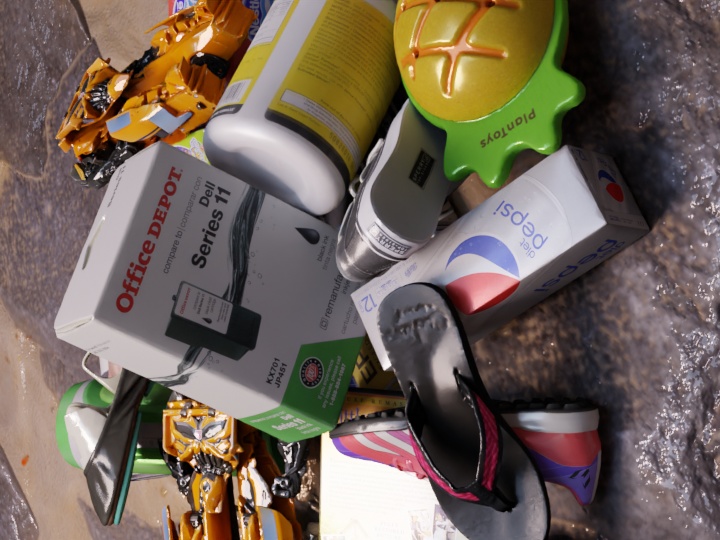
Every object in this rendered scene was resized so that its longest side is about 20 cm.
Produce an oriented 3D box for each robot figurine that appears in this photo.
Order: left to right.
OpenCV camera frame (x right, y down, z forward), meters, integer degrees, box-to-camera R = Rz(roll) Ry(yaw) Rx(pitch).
[{"bbox_3d":[-0.167,-0.142,1.304,0.200,0.058,0.145,-21,42,44],"label":"robot figurine"},{"bbox_3d":[-0.101,0.180,1.289,0.145,0.058,0.200,-6,92,35],"label":"robot figurine"}]

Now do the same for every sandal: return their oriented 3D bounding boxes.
[{"bbox_3d":[0.062,0.105,1.108,0.075,0.045,0.200,-24,93,21],"label":"sandal"}]

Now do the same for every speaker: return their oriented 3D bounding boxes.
[{"bbox_3d":[-0.153,0.132,1.401,0.200,0.088,0.089,-1,91,22],"label":"speaker"}]

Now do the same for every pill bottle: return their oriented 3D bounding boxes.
[{"bbox_3d":[-0.027,-0.148,1.225,0.112,0.112,0.200,-6,50,50],"label":"pill bottle"}]

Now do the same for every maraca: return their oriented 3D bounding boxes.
[{"bbox_3d":[0.087,-0.149,1.136,0.137,0.107,0.200,-34,52,29],"label":"maraca"}]

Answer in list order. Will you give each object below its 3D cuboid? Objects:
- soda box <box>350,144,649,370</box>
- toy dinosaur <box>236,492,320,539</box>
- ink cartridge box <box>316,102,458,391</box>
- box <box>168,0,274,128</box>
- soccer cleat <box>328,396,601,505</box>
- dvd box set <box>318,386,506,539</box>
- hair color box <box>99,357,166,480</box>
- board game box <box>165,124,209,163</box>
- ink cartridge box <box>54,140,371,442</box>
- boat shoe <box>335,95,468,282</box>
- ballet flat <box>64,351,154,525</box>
[{"bbox_3d":[0.093,-0.005,1.138,0.200,0.068,0.064,-35,69,28],"label":"soda box"},{"bbox_3d":[-0.046,0.234,1.367,0.200,0.058,0.101,40,144,25],"label":"toy dinosaur"},{"bbox_3d":[0.000,0.000,1.305,0.200,0.047,0.198,-49,57,35],"label":"ink cartridge box"},{"bbox_3d":[-0.094,-0.202,1.368,0.100,0.095,0.200,3,94,50],"label":"box"},{"bbox_3d":[0.071,0.130,1.166,0.200,0.068,0.073,-4,90,22],"label":"soccer cleat"},{"bbox_3d":[0.037,0.191,1.239,0.146,0.029,0.200,2,94,26],"label":"dvd box set"},{"bbox_3d":[-0.188,0.088,1.517,0.100,0.060,0.200,-16,78,48],"label":"hair color box"},{"bbox_3d":[-0.107,-0.017,1.331,0.134,0.045,0.200,-10,103,54],"label":"board game box"},{"bbox_3d":[-0.098,0.017,1.197,0.083,0.200,0.147,-21,47,60],"label":"ink cartridge box"},{"bbox_3d":[0.034,-0.059,1.167,0.068,0.074,0.199,-44,15,38],"label":"boat shoe"},{"bbox_3d":[-0.196,0.102,1.337,0.068,0.068,0.200,125,162,-76],"label":"ballet flat"}]
